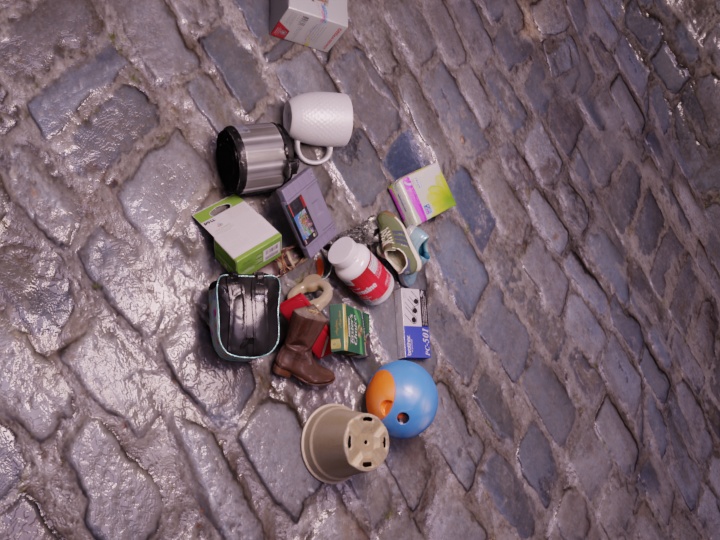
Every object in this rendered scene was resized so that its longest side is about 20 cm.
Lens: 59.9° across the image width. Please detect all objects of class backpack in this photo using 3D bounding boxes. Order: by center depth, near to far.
[{"bbox_3d":[-0.284,0.120,1.516,0.172,0.153,0.205,2,70,-31],"label":"backpack"}]

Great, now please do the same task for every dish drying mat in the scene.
[{"bbox_3d":[-0.129,0.145,1.600,0.202,0.076,0.018,56,14,-31],"label":"dish drying mat"}]

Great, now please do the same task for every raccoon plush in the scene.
[{"bbox_3d":[-0.029,-0.115,1.782,0.197,0.096,0.137,27,56,-22],"label":"raccoon plush"}]

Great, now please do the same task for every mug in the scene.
[{"bbox_3d":[-0.128,-0.404,1.777,0.171,0.147,0.205,-3,108,-24],"label":"mug"}]

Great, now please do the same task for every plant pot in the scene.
[{"bbox_3d":[-0.026,0.434,1.573,0.196,0.182,0.206,9,72,-29],"label":"plant pot"}]

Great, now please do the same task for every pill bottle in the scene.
[{"bbox_3d":[0.000,0.000,1.714,0.200,0.110,0.114,45,55,-40],"label":"pill bottle"}]

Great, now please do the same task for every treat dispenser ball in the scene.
[{"bbox_3d":[0.111,0.344,1.671,0.197,0.200,0.206,9,72,-29],"label":"treat dispenser ball"}]

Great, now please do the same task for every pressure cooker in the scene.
[{"bbox_3d":[-0.259,-0.295,1.631,0.196,0.178,0.180,-14,81,-33],"label":"pressure cooker"}]

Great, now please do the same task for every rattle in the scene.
[{"bbox_3d":[-0.114,0.081,1.691,0.145,0.128,0.202,60,23,-24],"label":"rattle"}]

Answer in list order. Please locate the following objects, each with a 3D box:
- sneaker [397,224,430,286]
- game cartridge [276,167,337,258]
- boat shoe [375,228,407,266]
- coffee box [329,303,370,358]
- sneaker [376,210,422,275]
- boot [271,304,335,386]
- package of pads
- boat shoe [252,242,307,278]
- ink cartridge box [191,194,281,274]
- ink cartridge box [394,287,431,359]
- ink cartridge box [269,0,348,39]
[{"bbox_3d":[0.161,-0.028,1.818,0.073,0.081,0.204,-32,137,-36],"label":"sneaker"},{"bbox_3d":[-0.137,-0.150,1.644,0.130,0.038,0.203,-47,126,-40],"label":"game cartridge"},{"bbox_3d":[0.108,-0.063,1.863,0.074,0.067,0.199,32,39,17],"label":"boat shoe"},{"bbox_3d":[-0.025,0.164,1.665,0.200,0.043,0.126,32,53,-65],"label":"coffee box"},{"bbox_3d":[0.093,-0.075,1.754,0.089,0.067,0.203,-21,76,-48],"label":"sneaker"},{"bbox_3d":[-0.114,0.189,1.587,0.183,0.064,0.204,14,112,-26],"label":"boot"},{"bbox_3d":[0.193,-0.238,1.963,0.198,0.068,0.157,-27,93,-35],"label":"package of pads"},{"bbox_3d":[-0.203,-0.026,1.655,0.198,0.072,0.073,-28,92,-34],"label":"boat shoe"},{"bbox_3d":[-0.317,-0.091,1.608,0.147,0.077,0.199,-33,61,-31],"label":"ink cartridge box"},{"bbox_3d":[0.154,0.157,1.843,0.092,0.044,0.206,5,74,-29],"label":"ink cartridge box"},{"bbox_3d":[-0.152,-0.769,1.847,0.196,0.144,0.149,7,73,-30],"label":"ink cartridge box"}]
